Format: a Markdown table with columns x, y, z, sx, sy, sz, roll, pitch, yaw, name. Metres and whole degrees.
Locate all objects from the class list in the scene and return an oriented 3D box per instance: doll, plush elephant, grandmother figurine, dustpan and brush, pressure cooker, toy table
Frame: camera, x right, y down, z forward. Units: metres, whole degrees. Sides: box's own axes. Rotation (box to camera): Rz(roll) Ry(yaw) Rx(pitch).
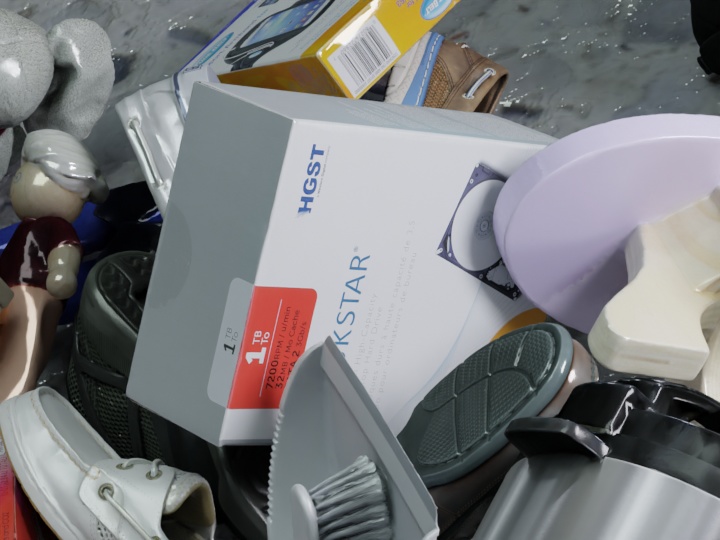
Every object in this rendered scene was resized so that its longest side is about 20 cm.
| x | y | z | sx | sy | sz | roll | pitch | yaw | name |
| --- | --- | --- | --- | --- | --- | --- | --- | --- | --- |
| -0.118 | -0.013 | 1.424 | 0.200 | 0.048 | 0.137 | -18 | 56 | 11 | doll |
| -0.242 | -0.106 | 1.506 | 0.200 | 0.165 | 0.155 | 49 | 117 | 32 | plush elephant |
| -0.176 | 0.016 | 1.353 | 0.121 | 0.060 | 0.200 | -26 | 48 | 51 | grandmother figurine |
| -0.016 | 0.149 | 1.141 | 0.057 | 0.200 | 0.140 | -13 | 38 | -17 | dustpan and brush |
| 0.124 | 0.152 | 1.071 | 0.178 | 0.176 | 0.200 | 23 | 66 | 16 | pressure cooker |
| 0.170 | 0.014 | 1.216 | 0.199 | 0.184 | 0.117 | -1 | 39 | -20 | toy table |

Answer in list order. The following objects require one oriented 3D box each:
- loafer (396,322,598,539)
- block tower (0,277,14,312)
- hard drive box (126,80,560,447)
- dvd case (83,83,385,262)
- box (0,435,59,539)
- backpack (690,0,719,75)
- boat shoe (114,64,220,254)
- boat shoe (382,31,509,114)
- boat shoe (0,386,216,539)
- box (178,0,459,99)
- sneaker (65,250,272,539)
| x | y | z | sx | sy | sz | roll | pitch | yaw | name |
| --- | --- | --- | --- | --- | --- | --- | --- | --- | --- |
| 0.046 | 0.095 | 1.188 | 0.200 | 0.063 | 0.072 | -40 | 27 | 35 | loafer |
| -0.255 | 0.071 | 1.272 | 0.058 | 0.054 | 0.200 | 6 | 54 | 41 | block tower |
| 0.000 | 0.000 | 1.233 | 0.200 | 0.156 | 0.077 | 2 | 16 | -43 | hard drive box |
| -0.058 | -0.042 | 1.477 | 0.148 | 0.016 | 0.200 | 18 | 55 | 36 | dvd case |
| -0.192 | 0.189 | 1.235 | 0.099 | 0.096 | 0.200 | -18 | 42 | 7 | box |
| 0.284 | -0.169 | 1.354 | 0.168 | 0.163 | 0.200 | -33 | 42 | -17 | backpack |
| -0.077 | -0.006 | 1.358 | 0.065 | 0.074 | 0.200 | -19 | 76 | 7 | boat shoe |
| 0.038 | -0.050 | 1.400 | 0.072 | 0.072 | 0.200 | 11 | 57 | 6 | boat shoe |
| -0.098 | 0.122 | 1.241 | 0.069 | 0.071 | 0.200 | -46 | 68 | 14 | boat shoe |
| -0.027 | -0.136 | 1.477 | 0.119 | 0.042 | 0.200 | -45 | 18 | -23 | box |
| -0.079 | 0.094 | 1.310 | 0.199 | 0.114 | 0.076 | 45 | 50 | 16 | sneaker |
